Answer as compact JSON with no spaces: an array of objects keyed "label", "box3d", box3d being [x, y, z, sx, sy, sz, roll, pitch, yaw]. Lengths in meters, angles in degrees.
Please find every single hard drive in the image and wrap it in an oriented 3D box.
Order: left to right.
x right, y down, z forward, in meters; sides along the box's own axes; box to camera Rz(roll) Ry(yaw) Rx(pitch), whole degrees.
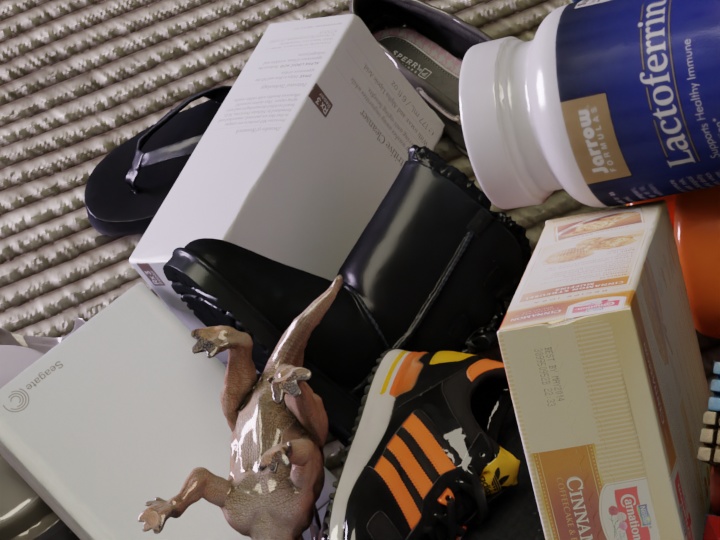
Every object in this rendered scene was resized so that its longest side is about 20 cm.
[{"label":"hard drive","box3d":[-0.110,0.114,1.738,0.132,0.027,0.200,-38,69,-22]}]

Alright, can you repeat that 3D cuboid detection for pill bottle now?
[{"label":"pill bottle","box3d":[0.161,-0.098,1.648,0.199,0.116,0.116,-12,48,23]}]

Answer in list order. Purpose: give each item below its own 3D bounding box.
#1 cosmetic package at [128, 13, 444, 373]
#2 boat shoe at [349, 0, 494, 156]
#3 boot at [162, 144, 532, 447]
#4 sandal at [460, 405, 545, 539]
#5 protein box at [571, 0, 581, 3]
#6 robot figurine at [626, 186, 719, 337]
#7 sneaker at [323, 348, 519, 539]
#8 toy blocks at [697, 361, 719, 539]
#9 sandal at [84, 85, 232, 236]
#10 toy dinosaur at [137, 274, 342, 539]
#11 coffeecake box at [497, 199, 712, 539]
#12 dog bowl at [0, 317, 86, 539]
[{"label":"cosmetic package","box3d":[-0.043,-0.046,1.833,0.081,0.113,0.201,-4,49,42]},{"label":"boat shoe","box3d":[0.064,-0.121,1.898,0.200,0.057,0.067,31,68,38]},{"label":"boot","box3d":[0.000,0.000,1.739,0.163,0.198,0.073,-53,25,-11]},{"label":"sandal","box3d":[0.100,0.137,1.676,0.075,0.048,0.201,-16,33,26]},{"label":"protein box","box3d":[0.243,-0.157,1.759,0.199,0.199,0.136,-6,49,18]},{"label":"robot figurine","box3d":[0.252,-0.020,1.698,0.199,0.117,0.144,1,52,22]},{"label":"sneaker","box3d":[0.040,0.121,1.640,0.089,0.070,0.201,-3,46,19]},{"label":"toy blocks","box3d":[0.219,0.084,1.560,0.099,0.137,0.201,6,83,25]},{"label":"sandal","box3d":[-0.096,-0.093,1.948,0.199,0.043,0.076,-31,47,-5]},{"label":"toy dinosaur","box3d":[-0.044,0.107,1.655,0.085,0.136,0.201,1,68,26]},{"label":"coffeecake box","box3d":[0.136,0.067,1.592,0.073,0.154,0.200,-10,14,14]},{"label":"dog bowl","box3d":[-0.227,0.115,1.819,0.199,0.059,0.201,-11,48,13]}]
